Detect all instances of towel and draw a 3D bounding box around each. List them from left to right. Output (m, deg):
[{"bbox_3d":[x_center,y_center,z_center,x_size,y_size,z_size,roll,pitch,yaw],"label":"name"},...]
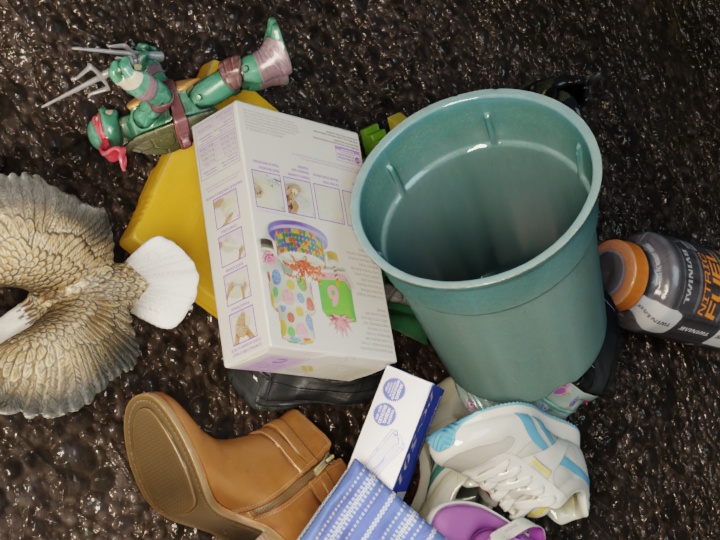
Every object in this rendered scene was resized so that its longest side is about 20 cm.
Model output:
[{"bbox_3d":[0.033,0.258,1.201,0.200,0.024,0.145,42,60,-8],"label":"towel"}]

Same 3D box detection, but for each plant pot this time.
[{"bbox_3d":[0.112,-0.006,1.306,0.197,0.199,0.201,67,34,-47],"label":"plant pot"}]

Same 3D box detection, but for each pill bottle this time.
[{"bbox_3d":[0.325,0.020,1.688,0.199,0.106,0.107,12,66,-39],"label":"pill bottle"}]

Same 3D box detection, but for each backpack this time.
[{"bbox_3d":[0.154,0.063,1.477,0.166,0.127,0.201,30,30,-23],"label":"backpack"}]

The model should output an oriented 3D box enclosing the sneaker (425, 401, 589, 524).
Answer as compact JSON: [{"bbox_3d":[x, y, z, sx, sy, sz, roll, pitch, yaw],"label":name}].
[{"bbox_3d":[0.132,0.163,1.343,0.199,0.076,0.081,18,52,-47],"label":"sneaker"}]

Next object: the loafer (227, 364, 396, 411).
[{"bbox_3d":[-0.028,0.074,1.345,0.068,0.071,0.200,47,26,25],"label":"loafer"}]

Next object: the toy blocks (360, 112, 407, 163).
[{"bbox_3d":[0.079,-0.095,1.464,0.200,0.136,0.101,-31,109,-53],"label":"toy blocks"}]

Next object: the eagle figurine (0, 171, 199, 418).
[{"bbox_3d":[-0.221,0.022,1.158,0.151,0.200,0.152,31,92,9],"label":"eagle figurine"}]

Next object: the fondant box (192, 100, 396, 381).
[{"bbox_3d":[-0.052,-0.021,1.266,0.144,0.058,0.202,10,63,-47],"label":"fondant box"}]

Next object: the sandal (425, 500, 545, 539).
[{"bbox_3d":[0.132,0.233,1.300,0.202,0.050,0.083,28,45,-33],"label":"sandal"}]

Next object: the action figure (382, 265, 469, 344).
[{"bbox_3d":[0.000,0.000,1.385,0.199,0.055,0.119,9,99,-32],"label":"action figure"}]

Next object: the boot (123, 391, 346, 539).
[{"bbox_3d":[-0.089,0.150,1.278,0.201,0.076,0.155,55,44,-8],"label":"boot"}]

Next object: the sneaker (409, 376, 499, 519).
[{"bbox_3d":[0.093,0.180,1.420,0.070,0.093,0.201,34,54,-28],"label":"sneaker"}]

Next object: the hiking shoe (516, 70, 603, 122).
[{"bbox_3d":[0.171,-0.142,1.612,0.076,0.100,0.200,49,48,-16],"label":"hiking shoe"}]

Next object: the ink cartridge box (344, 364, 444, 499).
[{"bbox_3d":[0.009,0.179,1.288,0.044,0.094,0.202,20,86,10],"label":"ink cartridge box"}]

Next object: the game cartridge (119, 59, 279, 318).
[{"bbox_3d":[-0.101,-0.053,1.380,0.176,0.032,0.201,39,54,-25],"label":"game cartridge"}]

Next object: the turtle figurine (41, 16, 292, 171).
[{"bbox_3d":[-0.156,-0.146,1.306,0.198,0.150,0.101,-19,109,-7],"label":"turtle figurine"}]
